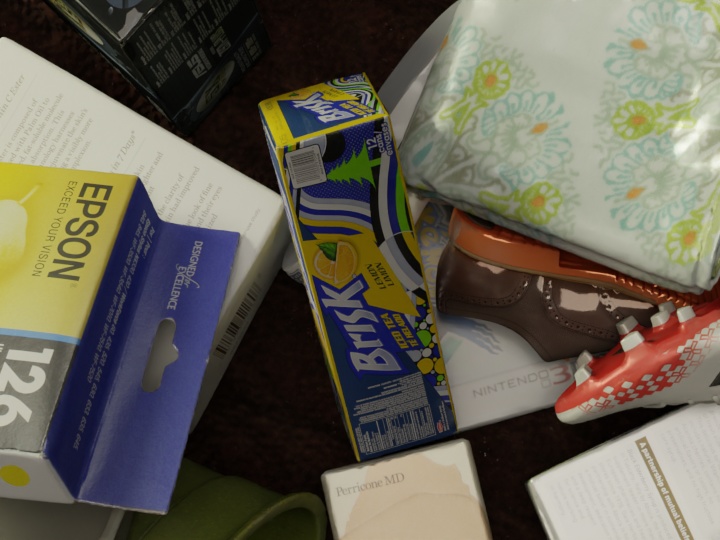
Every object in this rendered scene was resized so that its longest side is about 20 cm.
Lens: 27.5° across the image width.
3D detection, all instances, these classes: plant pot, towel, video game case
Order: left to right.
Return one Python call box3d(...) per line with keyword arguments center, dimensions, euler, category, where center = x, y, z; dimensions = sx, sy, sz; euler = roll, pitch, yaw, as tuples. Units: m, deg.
box3d(center=(-0.151, 0.164, 0.834), dimensions=(0.189, 0.200, 0.201), euler=(31, 85, 19), category="plant pot")
box3d(center=(0.090, -0.013, 0.909), dimensions=(0.180, 0.022, 0.202), euler=(-15, 81, 2), category="video game case")
box3d(center=(0.131, -0.096, 0.797), dimensions=(0.198, 0.048, 0.173), euler=(22, 83, 24), category="towel")

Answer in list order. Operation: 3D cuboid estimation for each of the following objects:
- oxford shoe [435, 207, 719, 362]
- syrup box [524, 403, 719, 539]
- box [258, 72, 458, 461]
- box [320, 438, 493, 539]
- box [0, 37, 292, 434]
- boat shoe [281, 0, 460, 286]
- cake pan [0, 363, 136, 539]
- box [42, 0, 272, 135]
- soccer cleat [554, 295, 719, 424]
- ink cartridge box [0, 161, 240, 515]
box3d(center=(0.140, 0.020, 0.868), dimensions=(0.198, 0.071, 0.074), euler=(18, 115, 1), category="oxford shoe")
box3d(center=(0.200, 0.117, 0.853), dimensions=(0.198, 0.079, 0.082), euler=(-24, 80, 0), category="syrup box")
box3d(center=(0.000, 0.000, 0.814), dimensions=(0.064, 0.070, 0.202), euler=(-16, 119, -5), category="box")
box3d(center=(0.042, 0.205, 0.852), dimensions=(0.094, 0.078, 0.202), euler=(-14, 82, 0), category="box")
box3d(center=(-0.158, -0.017, 0.886), dimensions=(0.199, 0.106, 0.153), euler=(30, 86, 7), category="box")
box3d(center=(0.033, -0.067, 0.882), dimensions=(0.069, 0.071, 0.201), euler=(33, 83, -17), category="boat shoe")
box3d(center=(-0.201, 0.118, 0.761), dimensions=(0.198, 0.037, 0.202), euler=(-9, 56, 14), category="cake pan")
box3d(center=(-0.147, -0.184, 0.861), dimensions=(0.164, 0.200, 0.086), euler=(43, 86, 8), category="box")
box3d(center=(0.201, 0.048, 0.794), dimensions=(0.199, 0.069, 0.086), euler=(-29, 93, 9), category="soccer cleat")
box3d(center=(-0.176, 0.024, 0.753), dimensions=(0.197, 0.047, 0.199), euler=(3, 45, 6), category="ink cartridge box")
